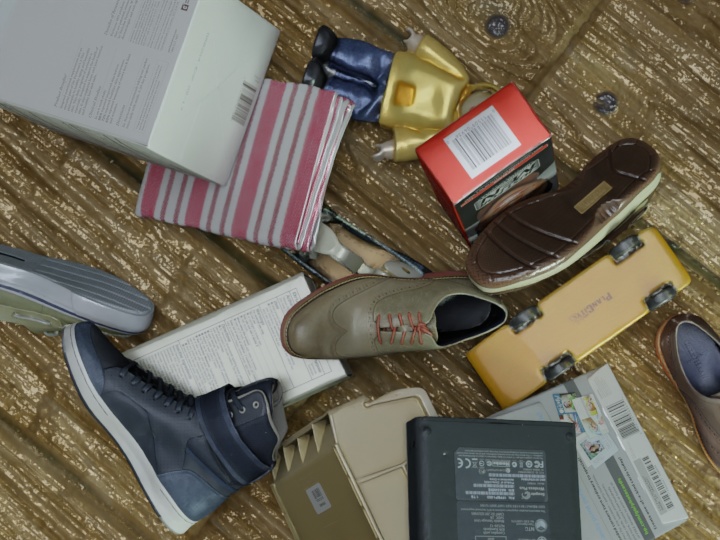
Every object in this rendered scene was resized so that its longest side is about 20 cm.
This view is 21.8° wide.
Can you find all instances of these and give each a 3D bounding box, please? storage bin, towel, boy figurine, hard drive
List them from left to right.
[{"bbox_3d":[-0.107,-0.100,1.673,0.200,0.030,0.147,12,83,32],"label":"towel"},{"bbox_3d":[0.019,0.212,1.571,0.094,0.200,0.199,-23,83,-23],"label":"storage bin"},{"bbox_3d":[0.048,-0.152,1.679,0.200,0.064,0.125,20,84,9],"label":"boy figurine"},{"bbox_3d":[0.107,0.218,1.470,0.139,0.033,0.200,4,73,-18],"label":"hard drive"}]

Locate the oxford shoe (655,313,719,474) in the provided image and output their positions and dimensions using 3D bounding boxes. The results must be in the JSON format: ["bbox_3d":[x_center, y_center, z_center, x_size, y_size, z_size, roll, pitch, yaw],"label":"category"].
[{"bbox_3d":[0.322,0.127,1.625,0.071,0.073,0.200,-35,83,1],"label":"oxford shoe"}]

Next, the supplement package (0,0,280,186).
[{"bbox_3d":[-0.207,-0.185,1.633,0.200,0.151,0.152,18,87,24],"label":"supplement package"}]

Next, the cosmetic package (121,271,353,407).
[{"bbox_3d":[-0.118,0.089,1.667,0.200,0.073,0.104,-23,84,2],"label":"cosmetic package"}]

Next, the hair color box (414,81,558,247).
[{"bbox_3d":[0.111,-0.087,1.596,0.101,0.200,0.061,-35,79,2],"label":"hair color box"}]

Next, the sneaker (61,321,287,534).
[{"bbox_3d":[-0.150,0.103,1.587,0.146,0.077,0.203,-33,95,14],"label":"sneaker"}]

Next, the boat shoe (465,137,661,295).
[{"bbox_3d":[0.182,-0.032,1.637,0.202,0.075,0.075,-31,61,-12],"label":"boat shoe"}]

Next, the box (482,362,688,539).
[{"bbox_3d":[0.171,0.181,1.586,0.200,0.041,0.156,-20,78,-41],"label":"box"}]

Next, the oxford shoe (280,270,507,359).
[{"bbox_3d":[0.031,0.039,1.602,0.200,0.075,0.071,-13,105,-20],"label":"oxford shoe"}]

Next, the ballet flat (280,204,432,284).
[{"bbox_3d":[0.000,0.000,1.667,0.200,0.074,0.074,30,88,7],"label":"ballet flat"}]

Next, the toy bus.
[{"bbox_3d":[0.190,0.043,1.641,0.200,0.078,0.065,-35,83,1],"label":"toy bus"}]

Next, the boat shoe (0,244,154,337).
[{"bbox_3d":[-0.284,0.026,1.698,0.200,0.072,0.062,18,111,10],"label":"boat shoe"}]
